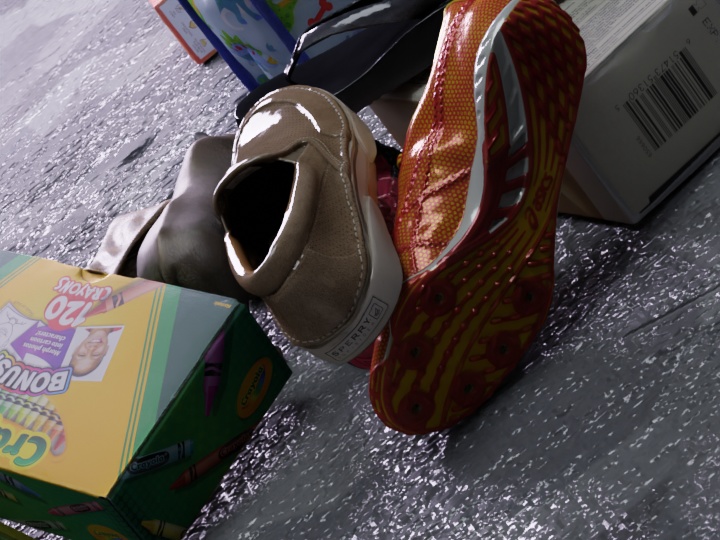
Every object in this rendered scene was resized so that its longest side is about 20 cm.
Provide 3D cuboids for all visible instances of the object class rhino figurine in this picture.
[{"bbox_3d":[-0.066,-0.024,1.444,0.060,0.087,0.200,-28,23,24],"label":"rhino figurine"}]

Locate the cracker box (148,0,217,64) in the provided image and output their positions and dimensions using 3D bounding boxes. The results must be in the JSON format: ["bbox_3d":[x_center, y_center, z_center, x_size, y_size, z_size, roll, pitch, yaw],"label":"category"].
[{"bbox_3d":[-0.061,-0.238,1.929,0.200,0.058,0.134,-37,21,0],"label":"cracker box"}]

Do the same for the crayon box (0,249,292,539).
[{"bbox_3d":[-0.145,0.061,1.339,0.200,0.058,0.119,11,57,40],"label":"crayon box"}]

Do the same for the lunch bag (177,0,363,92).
[{"bbox_3d":[-0.043,-0.226,1.675,0.170,0.200,0.127,-46,22,-19],"label":"lunch bag"}]

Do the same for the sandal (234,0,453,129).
[{"bbox_3d":[0.022,-0.125,1.357,0.200,0.043,0.076,-29,20,12],"label":"sandal"}]

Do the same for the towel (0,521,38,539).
[{"bbox_3d":[-0.198,0.172,1.261,0.018,0.086,0.200,-60,9,29],"label":"towel"}]

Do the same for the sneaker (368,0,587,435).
[{"bbox_3d":[0.047,-0.024,1.212,0.077,0.073,0.200,7,78,62],"label":"sneaker"}]

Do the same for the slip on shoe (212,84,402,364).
[{"bbox_3d":[-0.035,-0.032,1.225,0.076,0.061,0.200,-49,28,20],"label":"slip on shoe"}]

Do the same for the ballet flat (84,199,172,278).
[{"bbox_3d":[-0.117,0.015,1.480,0.067,0.068,0.200,-23,26,18],"label":"ballet flat"}]

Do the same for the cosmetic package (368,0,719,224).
[{"bbox_3d":[0.096,-0.087,1.330,0.105,0.071,0.200,-43,21,-14],"label":"cosmetic package"}]

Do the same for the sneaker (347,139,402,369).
[{"bbox_3d":[0.000,0.000,1.321,0.075,0.081,0.200,-62,13,19],"label":"sneaker"}]
